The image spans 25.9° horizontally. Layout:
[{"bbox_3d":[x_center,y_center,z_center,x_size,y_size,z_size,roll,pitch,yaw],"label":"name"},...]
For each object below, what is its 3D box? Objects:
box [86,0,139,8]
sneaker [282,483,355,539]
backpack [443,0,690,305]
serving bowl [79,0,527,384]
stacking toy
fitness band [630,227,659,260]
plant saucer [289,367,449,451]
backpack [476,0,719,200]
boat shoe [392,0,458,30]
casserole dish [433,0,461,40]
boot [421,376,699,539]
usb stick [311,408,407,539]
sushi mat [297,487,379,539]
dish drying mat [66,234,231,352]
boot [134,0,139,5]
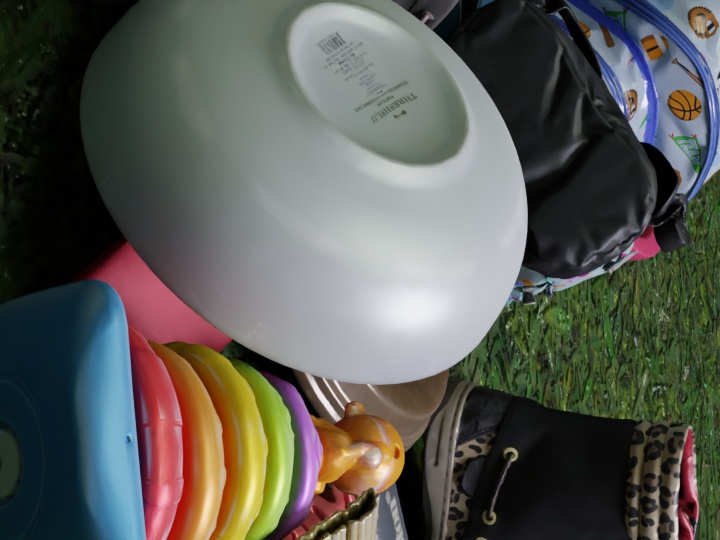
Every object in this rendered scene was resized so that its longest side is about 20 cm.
[{"bbox_3d":[-0.129,-0.232,0.647,0.158,0.051,0.200,30,57,-56],"label":"box"},{"bbox_3d":[-0.049,0.145,0.689,0.200,0.071,0.098,-19,100,-63],"label":"sneaker"},{"bbox_3d":[0.093,-0.058,0.893,0.167,0.126,0.200,64,1,8],"label":"backpack"},{"bbox_3d":[-0.009,-0.056,0.634,0.200,0.066,0.200,21,44,-22],"label":"serving bowl"},{"bbox_3d":[-0.056,0.071,0.600,0.200,0.110,0.116,4,74,-46],"label":"stacking toy"},{"bbox_3d":[0.228,-0.107,1.336,0.144,0.037,0.200,43,48,-56],"label":"fitness band"},{"bbox_3d":[0.000,0.000,0.828,0.200,0.029,0.200,48,33,-46],"label":"plant saucer"},{"bbox_3d":[0.171,-0.135,1.027,0.154,0.190,0.200,-46,150,-26],"label":"backpack"},{"bbox_3d":[0.017,-0.123,0.807,0.200,0.057,0.067,110,0,-79],"label":"boat shoe"},{"bbox_3d":[0.037,-0.179,0.905,0.200,0.039,0.121,81,6,-67],"label":"casserole dish"},{"bbox_3d":[0.115,0.162,0.900,0.073,0.150,0.200,-38,129,-63],"label":"boot"},{"bbox_3d":[0.011,0.163,0.844,0.055,0.033,0.200,-31,111,-60],"label":"usb stick"},{"bbox_3d":[-0.029,0.172,0.654,0.096,0.012,0.200,-34,148,-26],"label":"sushi mat"},{"bbox_3d":[-0.070,-0.001,0.671,0.200,0.018,0.077,-46,129,-34],"label":"dish drying mat"},{"bbox_3d":[-0.047,-0.137,0.763,0.182,0.072,0.200,13,65,-48],"label":"boot"}]
